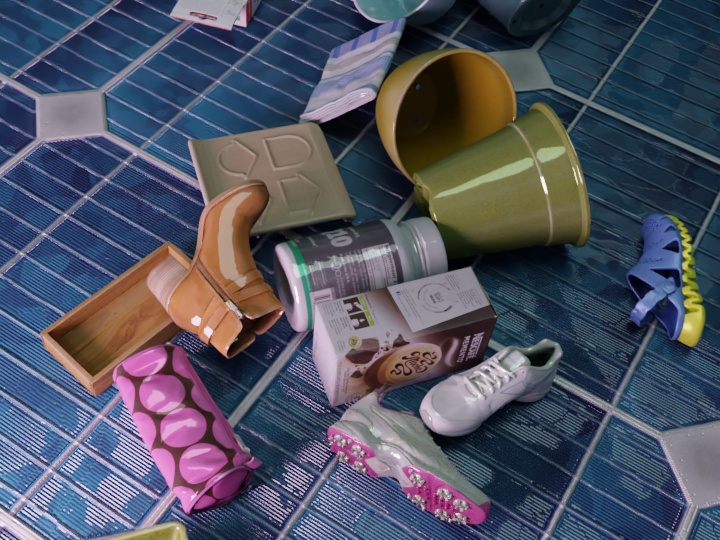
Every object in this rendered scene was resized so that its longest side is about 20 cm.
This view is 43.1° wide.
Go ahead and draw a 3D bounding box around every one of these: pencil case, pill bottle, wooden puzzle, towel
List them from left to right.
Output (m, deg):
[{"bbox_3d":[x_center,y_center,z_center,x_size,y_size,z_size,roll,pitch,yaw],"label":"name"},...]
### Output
[{"bbox_3d":[-0.194,0.168,1.010,0.094,0.091,0.200,-43,64,8],"label":"pencil case"},{"bbox_3d":[-0.125,-0.120,1.267,0.199,0.046,0.186,-9,54,-18],"label":"wooden puzzle"},{"bbox_3d":[-0.011,-0.301,1.374,0.146,0.024,0.200,-16,39,37],"label":"towel"},{"bbox_3d":[0.000,0.000,1.140,0.199,0.113,0.113,-14,55,-16],"label":"pill bottle"}]

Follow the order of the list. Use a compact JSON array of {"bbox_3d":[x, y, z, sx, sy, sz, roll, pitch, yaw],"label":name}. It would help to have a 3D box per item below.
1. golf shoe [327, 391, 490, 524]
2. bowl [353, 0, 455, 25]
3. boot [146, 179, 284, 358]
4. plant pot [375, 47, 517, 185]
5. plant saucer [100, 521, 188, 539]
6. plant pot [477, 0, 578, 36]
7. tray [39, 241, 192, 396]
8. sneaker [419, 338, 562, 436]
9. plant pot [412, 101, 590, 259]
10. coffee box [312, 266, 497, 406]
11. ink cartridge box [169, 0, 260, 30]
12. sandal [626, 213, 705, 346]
[{"bbox_3d":[0.064,0.204,1.016,0.199,0.075,0.092,29,52,15],"label":"golf shoe"},{"bbox_3d":[0.092,-0.485,1.495,0.105,0.201,0.201,14,36,-50],"label":"bowl"},{"bbox_3d":[-0.142,-0.002,1.093,0.155,0.074,0.200,37,82,28],"label":"boot"},{"bbox_3d":[0.100,-0.225,1.294,0.199,0.201,0.142,-20,30,-20],"label":"plant pot"},{"bbox_3d":[-0.248,0.364,0.876,0.199,0.048,0.201,-11,55,-14],"label":"plant saucer"},{"bbox_3d":[0.265,-0.502,1.515,0.199,0.200,0.189,-16,71,-17],"label":"plant pot"},{"bbox_3d":[-0.278,0.056,1.120,0.099,0.037,0.200,37,59,21],"label":"tray"},{"bbox_3d":[0.153,0.127,1.061,0.200,0.080,0.071,-20,57,-31],"label":"sneaker"},{"bbox_3d":[0.174,-0.098,1.206,0.189,0.200,0.201,-18,55,-2],"label":"plant pot"},{"bbox_3d":[0.050,0.078,1.085,0.199,0.113,0.080,-14,55,-15],"label":"coffee box"},{"bbox_3d":[-0.229,-0.452,1.507,0.108,0.050,0.201,14,53,5],"label":"ink cartridge box"},{"bbox_3d":[0.391,0.005,1.199,0.087,0.080,0.201,2,51,1],"label":"sandal"}]
